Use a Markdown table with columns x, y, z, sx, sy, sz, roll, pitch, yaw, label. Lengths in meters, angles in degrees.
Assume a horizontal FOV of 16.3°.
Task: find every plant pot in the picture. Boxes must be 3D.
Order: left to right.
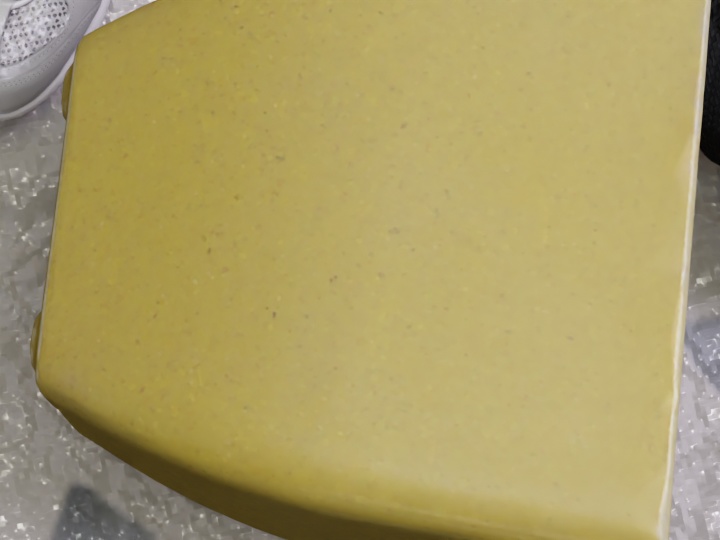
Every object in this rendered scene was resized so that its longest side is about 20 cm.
| x | y | z | sx | sy | sz | roll | pitch | yaw | label |
| --- | --- | --- | --- | --- | --- | --- | --- | --- | --- |
| 0.000 | 0.000 | 0.832 | 0.200 | 0.196 | 0.194 | 6 | 79 | 1 | plant pot |

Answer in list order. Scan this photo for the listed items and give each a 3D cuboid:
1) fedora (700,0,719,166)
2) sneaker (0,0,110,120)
| x | y | z | sx | sy | sz | roll | pitch | yaw | label |
| --- | --- | --- | --- | --- | --- | --- | --- | --- | --- |
| 0.179 | -0.092 | 0.900 | 0.092 | 0.201 | 0.201 | 23 | 76 | 28 | fedora |
| -0.111 | -0.151 | 0.894 | 0.075 | 0.082 | 0.200 | 20 | 78 | -3 | sneaker |
